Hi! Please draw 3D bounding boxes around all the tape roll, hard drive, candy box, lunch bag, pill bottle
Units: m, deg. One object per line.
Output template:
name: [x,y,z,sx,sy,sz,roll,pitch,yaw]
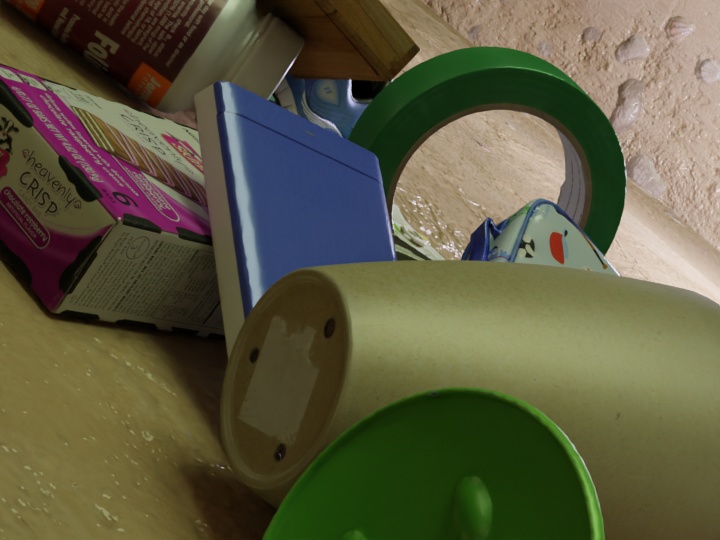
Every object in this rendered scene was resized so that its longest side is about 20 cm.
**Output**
tape roll: [0.085,-0.055,1.134,0.200,0.201,0.048,31,14,-25]
hard drive: [-0.021,0.013,0.817,0.132,0.025,0.201,22,50,-48]
candy box: [-0.115,-0.031,0.846,0.136,0.061,0.200,45,15,27]
lunch bag: [0.109,0.055,0.953,0.160,0.076,0.200,44,36,-13]
pill bottle: [-0.147,-0.185,1.149,0.200,0.114,0.114,35,14,-9]

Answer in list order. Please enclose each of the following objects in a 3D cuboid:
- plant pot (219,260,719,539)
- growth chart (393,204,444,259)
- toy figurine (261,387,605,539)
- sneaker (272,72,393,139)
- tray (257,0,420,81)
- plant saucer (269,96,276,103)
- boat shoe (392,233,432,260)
plant pot: [0.045,0.071,0.705,0.200,0.188,0.187,18,22,-33]
growth chart: [0.024,-0.036,1.305,0.200,0.018,0.145,46,16,31]
toy figurine: [0.071,0.169,0.586,0.184,0.150,0.200,38,32,-40]
sneaker: [-0.003,-0.144,1.380,0.079,0.089,0.200,66,15,13]
tray: [-0.037,-0.185,1.184,0.099,0.037,0.200,47,-10,-20]
plant saucer: [-0.145,-0.193,1.364,0.200,0.027,0.200,36,13,-10]
boat shoe: [0.000,0.000,1.013,0.201,0.072,0.061,32,19,-13]
